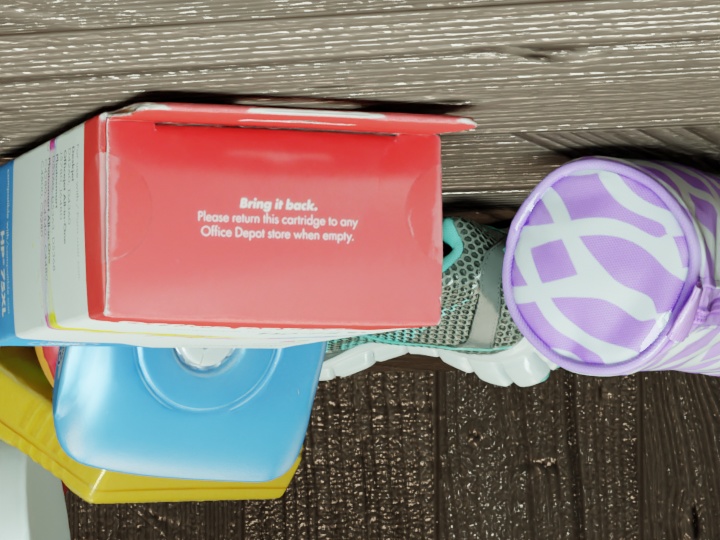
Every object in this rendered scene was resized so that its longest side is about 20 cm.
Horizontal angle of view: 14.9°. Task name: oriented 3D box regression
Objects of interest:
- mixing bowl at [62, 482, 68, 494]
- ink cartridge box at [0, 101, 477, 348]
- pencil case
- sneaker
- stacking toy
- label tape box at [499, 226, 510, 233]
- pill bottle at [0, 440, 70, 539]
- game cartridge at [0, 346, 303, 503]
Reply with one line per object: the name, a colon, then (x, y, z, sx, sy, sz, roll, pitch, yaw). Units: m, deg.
mixing bowl: (-0.208, 0.066, 1.384, 0.108, 0.201, 0.200, -30, -169, -28)
ink cartridge box: (-0.047, -0.012, 0.926, 0.116, 0.067, 0.200, 1, 175, -20)
pencil case: (0.133, 0.005, 1.033, 0.085, 0.084, 0.200, 38, -161, 30)
sneaker: (0.000, 0.000, 1.204, 0.200, 0.078, 0.091, -2, 155, 40)
stacking toy: (-0.100, 0.007, 1.125, 0.110, 0.116, 0.200, 8, -174, -27)
label tape box: (0.145, 0.009, 1.250, 0.143, 0.066, 0.200, 1, 177, -20)
pill bottle: (-0.236, 0.128, 1.230, 0.199, 0.113, 0.113, -8, 175, 4)
game cartridge: (-0.137, 0.039, 1.196, 0.200, 0.032, 0.176, 36, -167, 25)
